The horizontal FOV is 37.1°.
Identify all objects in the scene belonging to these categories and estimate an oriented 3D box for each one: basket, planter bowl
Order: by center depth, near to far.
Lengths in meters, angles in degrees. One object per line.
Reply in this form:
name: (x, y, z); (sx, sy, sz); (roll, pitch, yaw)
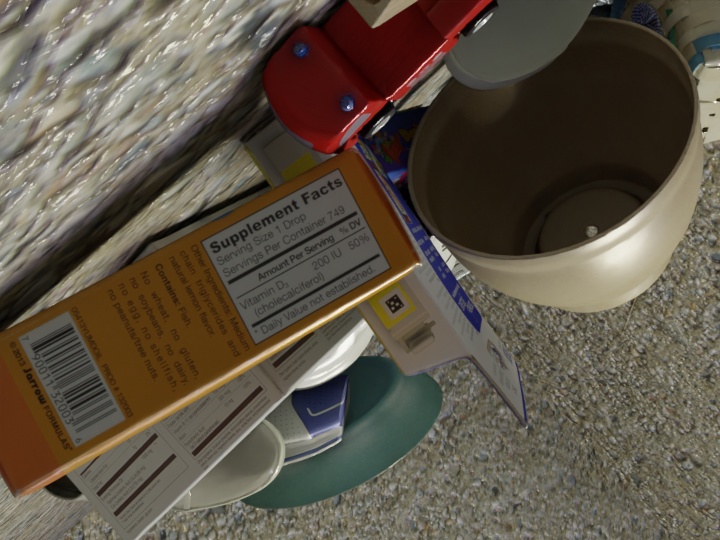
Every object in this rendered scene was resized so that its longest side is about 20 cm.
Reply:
planter bowl: (0.149, -0.054, 0.751); (0.200, 0.200, 0.135); (-42, 135, -4)
basket: (0.252, -0.211, 0.786); (0.137, 0.203, 0.177); (-6, 159, 2)

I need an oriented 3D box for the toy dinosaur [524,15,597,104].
toy dinosaur: (0.120, -0.144, 0.852); (0.136, 0.085, 0.200); (-57, -172, -32)

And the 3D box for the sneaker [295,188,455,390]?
sneaker: (0.000, 0.000, 0.807); (0.200, 0.076, 0.116); (-39, 161, -22)

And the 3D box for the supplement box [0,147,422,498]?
supplement box: (-0.075, 0.022, 0.480); (0.198, 0.069, 0.067); (-27, 179, -15)

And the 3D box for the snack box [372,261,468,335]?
snack box: (0.012, -0.010, 0.999); (0.199, 0.117, 0.037); (-32, -178, 1)

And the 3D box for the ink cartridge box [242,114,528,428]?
ink cartridge box: (0.023, -0.001, 0.632); (0.047, 0.201, 0.198); (-33, 179, 8)

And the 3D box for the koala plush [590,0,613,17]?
koala plush: (0.196, -0.182, 1.049); (0.199, 0.185, 0.177); (-31, 180, 11)

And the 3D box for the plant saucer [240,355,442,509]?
plant saucer: (-0.028, 0.126, 0.914); (0.198, 0.036, 0.200); (-21, -162, 7)

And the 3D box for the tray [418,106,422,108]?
tray: (0.006, -0.095, 0.950); (0.107, 0.022, 0.200); (-43, 178, 20)

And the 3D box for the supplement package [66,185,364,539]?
supplement package: (-0.090, 0.046, 0.679); (0.156, 0.111, 0.200); (-44, 177, 26)

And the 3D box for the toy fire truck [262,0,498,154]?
toy fire truck: (0.031, -0.122, 0.415); (0.200, 0.049, 0.141); (-43, 178, 15)

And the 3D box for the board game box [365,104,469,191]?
board game box: (-0.012, -0.044, 0.846); (0.134, 0.045, 0.200); (-21, 161, -47)

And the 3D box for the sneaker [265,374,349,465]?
sneaker: (-0.110, 0.087, 0.838); (0.196, 0.117, 0.081); (-6, -160, 4)

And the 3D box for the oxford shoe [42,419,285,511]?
oxford shoe: (-0.154, 0.138, 0.784); (0.197, 0.076, 0.058); (0, 171, 3)

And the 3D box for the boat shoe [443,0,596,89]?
boat shoe: (0.121, -0.179, 0.723); (0.200, 0.071, 0.064); (-44, 178, -26)
